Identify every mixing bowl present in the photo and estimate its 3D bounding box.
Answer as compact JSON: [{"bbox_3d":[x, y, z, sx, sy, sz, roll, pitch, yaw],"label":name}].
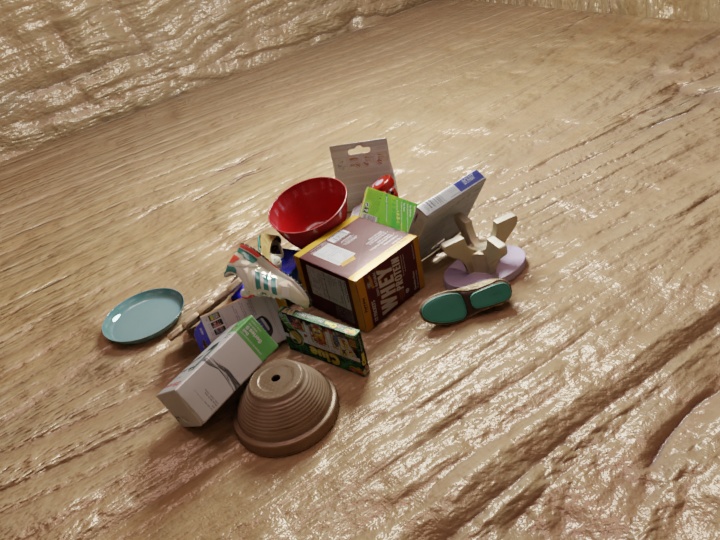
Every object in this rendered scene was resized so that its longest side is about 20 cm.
[{"bbox_3d":[-0.111,-0.120,1.535,0.198,0.109,0.201,-12,43,11],"label":"mixing bowl"}]

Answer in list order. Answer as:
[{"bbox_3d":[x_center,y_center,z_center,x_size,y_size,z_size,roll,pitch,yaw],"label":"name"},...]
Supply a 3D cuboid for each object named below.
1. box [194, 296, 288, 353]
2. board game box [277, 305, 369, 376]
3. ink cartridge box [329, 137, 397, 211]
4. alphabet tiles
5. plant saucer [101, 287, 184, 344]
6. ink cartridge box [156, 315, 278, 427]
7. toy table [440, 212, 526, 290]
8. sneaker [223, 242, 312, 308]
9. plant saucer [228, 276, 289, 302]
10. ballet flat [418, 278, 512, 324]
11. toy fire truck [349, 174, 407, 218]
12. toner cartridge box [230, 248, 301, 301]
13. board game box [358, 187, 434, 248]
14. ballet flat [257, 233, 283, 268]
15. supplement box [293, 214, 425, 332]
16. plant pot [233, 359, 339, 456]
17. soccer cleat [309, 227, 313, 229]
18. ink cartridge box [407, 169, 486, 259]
[{"bbox_3d":[-0.242,0.119,1.334,0.198,0.120,0.041,-24,3,-15],"label":"box"},{"bbox_3d":[-0.074,0.137,1.262,0.198,0.106,0.023,14,44,36],"label":"board game box"},{"bbox_3d":[0.011,-0.263,1.735,0.158,0.202,0.047,-7,34,9],"label":"ink cartridge box"},{"bbox_3d":[-0.337,0.084,1.393,0.200,0.015,0.196,-41,3,-15],"label":"alphabet tiles"},{"bbox_3d":[-0.512,0.112,1.522,0.197,0.028,0.201,-9,33,6],"label":"plant saucer"},{"bbox_3d":[-0.268,0.190,1.199,0.200,0.084,0.146,-46,11,-32],"label":"ink cartridge box"},{"bbox_3d":[0.267,-0.043,1.400,0.199,0.118,0.183,-30,37,-23],"label":"toy table"},{"bbox_3d":[-0.192,0.034,1.308,0.199,0.070,0.094,37,83,9],"label":"sneaker"},{"bbox_3d":[-0.215,0.033,1.529,0.198,0.035,0.201,-8,35,6],"label":"plant saucer"},{"bbox_3d":[0.214,0.064,1.323,0.197,0.071,0.065,-12,6,-4],"label":"ballet flat"},{"bbox_3d":[0.034,-0.139,1.652,0.167,0.112,0.201,-27,27,28],"label":"toy fire truck"},{"bbox_3d":[-0.200,0.024,1.469,0.094,0.044,0.200,9,40,28],"label":"toner cartridge box"},{"bbox_3d":[0.095,-0.123,1.540,0.198,0.097,0.030,17,-9,-8],"label":"board game box"},{"bbox_3d":[-0.205,-0.029,1.452,0.062,0.069,0.201,-1,34,-6],"label":"ballet flat"},{"bbox_3d":[0.000,0.000,1.412,0.197,0.134,0.199,-36,39,-31],"label":"supplement box"},{"bbox_3d":[-0.143,0.228,1.163,0.198,0.094,0.202,-10,32,6],"label":"plant pot"},{"bbox_3d":[-0.112,-0.050,1.589,0.085,0.069,0.200,-26,39,-21],"label":"soccer cleat"},{"bbox_3d":[0.183,-0.116,1.465,0.196,0.201,0.043,-34,69,-29],"label":"ink cartridge box"}]
